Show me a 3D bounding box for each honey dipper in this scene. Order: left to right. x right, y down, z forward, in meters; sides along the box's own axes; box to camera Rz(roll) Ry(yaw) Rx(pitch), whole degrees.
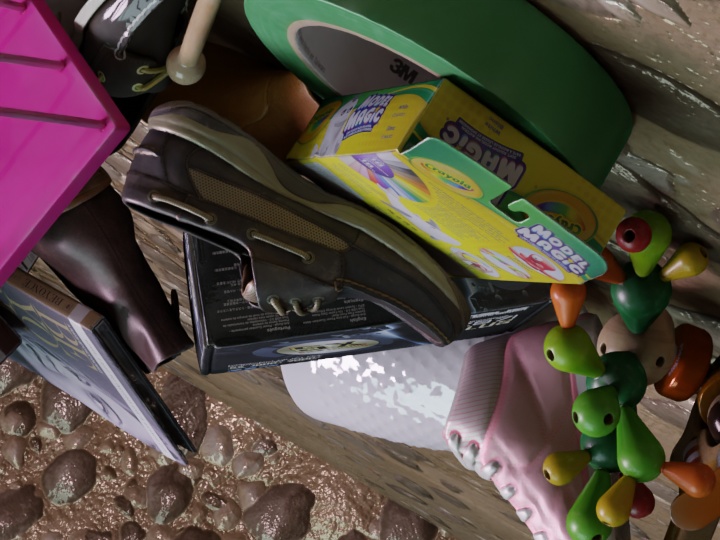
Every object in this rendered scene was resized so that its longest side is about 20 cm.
[{"bbox_3d":[-0.076,-0.141,1.157,0.038,0.038,0.200,31,156,-1],"label":"honey dipper"}]

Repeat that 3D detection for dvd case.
[{"bbox_3d":[-0.199,0.039,1.395,0.200,0.016,0.149,26,156,36],"label":"dvd case"}]

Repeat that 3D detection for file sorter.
[{"bbox_3d":[-0.255,-0.108,1.245,0.125,0.139,0.200,4,-135,-55],"label":"file sorter"}]

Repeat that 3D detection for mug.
[{"bbox_3d":[0.054,0.026,1.470,0.175,0.148,0.200,13,131,35],"label":"mug"}]

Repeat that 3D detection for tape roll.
[{"bbox_3d":[0.038,-0.100,1.121,0.200,0.048,0.200,29,170,6],"label":"tape roll"}]

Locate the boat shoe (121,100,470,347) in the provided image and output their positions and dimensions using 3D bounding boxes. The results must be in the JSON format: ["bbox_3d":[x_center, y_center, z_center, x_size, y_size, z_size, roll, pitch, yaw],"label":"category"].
[{"bbox_3d":[-0.037,-0.010,1.183,0.200,0.073,0.074,32,172,1],"label":"boat shoe"}]

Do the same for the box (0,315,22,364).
[{"bbox_3d":[-0.346,0.041,1.410,0.166,0.164,0.200,48,163,-15],"label":"box"}]

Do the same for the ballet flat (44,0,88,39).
[{"bbox_3d":[-0.173,-0.165,1.346,0.069,0.071,0.200,28,169,8],"label":"ballet flat"}]

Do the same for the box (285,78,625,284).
[{"bbox_3d":[0.047,-0.043,1.110,0.117,0.048,0.200,35,172,-18],"label":"box"}]

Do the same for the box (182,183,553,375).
[{"bbox_3d":[0.000,0.000,1.304,0.199,0.086,0.164,-8,173,-7],"label":"box"}]

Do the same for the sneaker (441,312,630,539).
[{"bbox_3d":[0.106,0.130,1.356,0.104,0.201,0.075,-8,167,11],"label":"sneaker"}]

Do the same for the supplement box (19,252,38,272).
[{"bbox_3d":[-0.241,-0.092,1.519,0.110,0.200,0.086,28,169,13],"label":"supplement box"}]

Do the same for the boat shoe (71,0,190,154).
[{"bbox_3d":[-0.129,-0.127,1.285,0.061,0.072,0.201,52,150,2],"label":"boat shoe"}]

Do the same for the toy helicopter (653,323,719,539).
[{"bbox_3d":[0.206,0.130,1.309,0.079,0.200,0.132,21,178,-13],"label":"toy helicopter"}]

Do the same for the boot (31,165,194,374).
[{"bbox_3d":[-0.175,-0.007,1.368,0.167,0.072,0.200,59,164,-4],"label":"boot"}]

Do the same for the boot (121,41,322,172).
[{"bbox_3d":[-0.052,-0.104,1.334,0.201,0.071,0.144,27,165,-6],"label":"boot"}]

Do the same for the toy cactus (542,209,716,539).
[{"bbox_3d":[0.158,0.053,1.270,0.102,0.201,0.165,3,-164,17],"label":"toy cactus"}]
